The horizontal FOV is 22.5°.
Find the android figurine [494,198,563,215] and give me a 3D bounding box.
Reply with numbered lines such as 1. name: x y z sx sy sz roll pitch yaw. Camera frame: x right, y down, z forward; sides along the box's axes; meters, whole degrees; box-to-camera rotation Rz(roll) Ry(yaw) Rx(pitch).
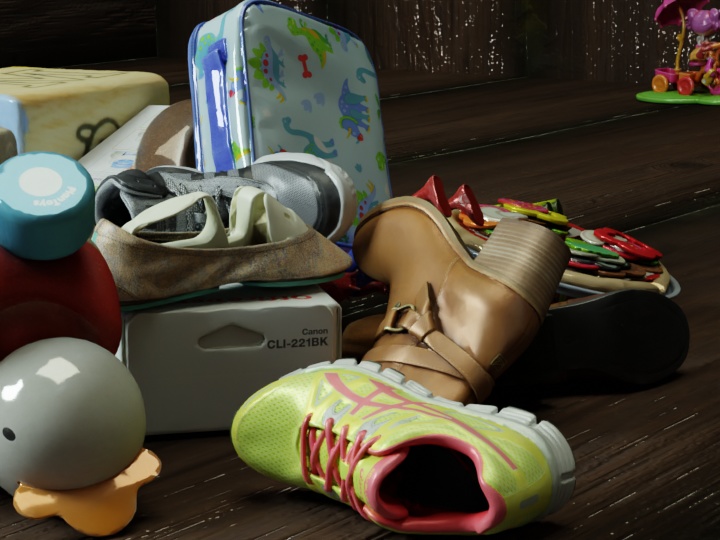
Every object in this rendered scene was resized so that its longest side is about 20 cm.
1. android figurine: 0.079 -0.030 1.613 0.199 0.041 0.182 -10 3 16

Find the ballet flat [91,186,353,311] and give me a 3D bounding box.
1. ballet flat: -0.086 -0.018 1.165 0.199 0.068 0.068 -9 15 -39

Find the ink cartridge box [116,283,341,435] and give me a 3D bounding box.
1. ink cartridge box: -0.103 0.045 1.236 0.143 0.084 0.200 -3 11 -13

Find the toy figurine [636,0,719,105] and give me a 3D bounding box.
1. toy figurine: 0.557 -0.376 3.022 0.150 0.185 0.199 -10 15 -39

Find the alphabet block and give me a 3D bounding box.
1. alphabet block: -0.295 -0.070 1.552 0.195 0.197 0.200 8 15 30

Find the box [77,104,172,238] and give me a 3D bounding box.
1. box: -0.174 -0.042 1.468 0.101 0.113 0.200 5 31 30

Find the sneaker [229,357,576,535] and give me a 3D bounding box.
1. sneaker: 0.010 0.100 0.977 0.199 0.079 0.090 5 15 26

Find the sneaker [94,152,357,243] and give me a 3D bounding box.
1. sneaker: -0.106 -0.037 1.253 0.199 0.076 0.114 -1 9 33

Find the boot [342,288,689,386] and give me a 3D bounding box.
1. boot: 0.112 0.053 1.307 0.187 0.069 0.200 -13 7 -31

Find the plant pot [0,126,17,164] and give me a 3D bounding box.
1. plant pot: -0.343 -0.024 1.272 0.176 0.201 0.200 -1 11 14

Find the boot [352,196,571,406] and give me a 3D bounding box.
1. boot: 0.031 0.033 1.191 0.199 0.074 0.155 4 54 52

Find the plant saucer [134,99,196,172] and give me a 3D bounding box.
1. plant saucer: -0.090 -0.050 1.428 0.034 0.201 0.200 -28 -9 41

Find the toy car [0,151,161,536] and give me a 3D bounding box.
1. toy car: -0.196 0.073 1.012 0.176 0.185 0.200 -15 49 -26

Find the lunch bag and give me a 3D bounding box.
1. lunch bag: -0.057 -0.102 1.398 0.082 0.201 0.160 -21 -22 40

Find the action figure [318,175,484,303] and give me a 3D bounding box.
1. action figure: 0.000 0.000 1.348 0.200 0.052 0.065 -32 -22 32

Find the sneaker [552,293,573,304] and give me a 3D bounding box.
1. sneaker: 0.133 0.002 1.465 0.085 0.078 0.199 15 19 37

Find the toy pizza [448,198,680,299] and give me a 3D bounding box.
1. toy pizza: 0.152 -0.021 1.390 0.199 0.032 0.200 15 14 -4
